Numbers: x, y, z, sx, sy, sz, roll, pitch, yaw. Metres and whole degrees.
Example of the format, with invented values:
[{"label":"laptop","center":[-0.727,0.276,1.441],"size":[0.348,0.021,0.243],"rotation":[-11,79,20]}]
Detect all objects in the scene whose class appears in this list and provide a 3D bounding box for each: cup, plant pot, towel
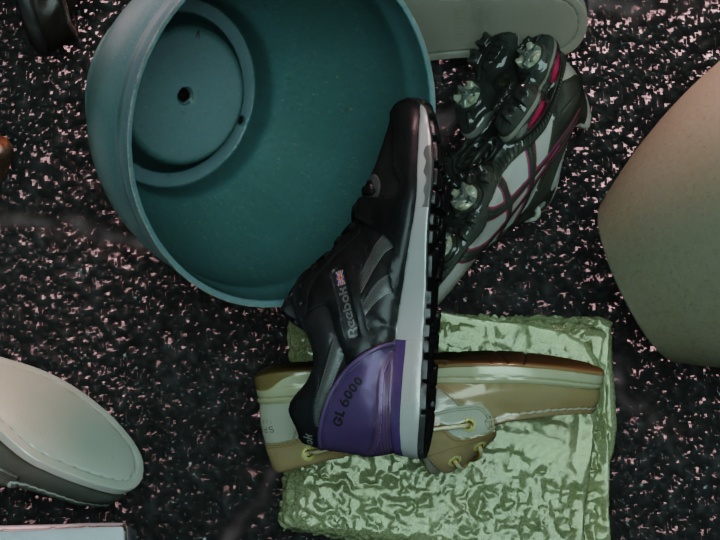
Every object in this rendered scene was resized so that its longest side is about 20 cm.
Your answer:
[{"label":"cup","center":[0.221,-0.023,1.377],"size":[0.143,0.200,0.201],"rotation":[-26,84,19]},{"label":"plant pot","center":[-0.075,-0.092,1.360],"size":[0.199,0.134,0.202],"rotation":[-10,108,-32]},{"label":"towel","center":[0.053,0.095,1.413],"size":[0.199,0.036,0.149],"rotation":[4,83,-4]}]

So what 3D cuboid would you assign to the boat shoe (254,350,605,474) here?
[{"label":"boat shoe","center":[0.040,0.082,1.364],"size":[0.199,0.074,0.067],"rotation":[-2,93,1]}]

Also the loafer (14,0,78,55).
[{"label":"loafer","center":[-0.168,-0.227,1.421],"size":[0.071,0.073,0.201],"rotation":[3,82,-1]}]

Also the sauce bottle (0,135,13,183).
[{"label":"sauce bottle","center":[-0.299,-0.105,1.404],"size":[0.200,0.066,0.066],"rotation":[34,82,3]}]

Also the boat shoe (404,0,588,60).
[{"label":"boat shoe","center":[0.038,-0.169,1.445],"size":[0.199,0.073,0.063],"rotation":[6,39,3]}]

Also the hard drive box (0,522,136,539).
[{"label":"hard drive box","center":[-0.223,0.181,1.325],"size":[0.199,0.156,0.077],"rotation":[-2,83,-3]}]

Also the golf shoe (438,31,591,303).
[{"label":"golf shoe","center":[0.073,-0.041,1.402],"size":[0.088,0.077,0.201],"rotation":[40,79,-43]}]

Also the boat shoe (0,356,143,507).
[{"label":"boat shoe","center":[-0.223,0.087,1.385],"size":[0.201,0.072,0.060],"rotation":[27,122,-12]}]

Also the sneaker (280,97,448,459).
[{"label":"sneaker","center":[0.000,0.000,1.308],"size":[0.087,0.076,0.201],"rotation":[3,76,7]}]
